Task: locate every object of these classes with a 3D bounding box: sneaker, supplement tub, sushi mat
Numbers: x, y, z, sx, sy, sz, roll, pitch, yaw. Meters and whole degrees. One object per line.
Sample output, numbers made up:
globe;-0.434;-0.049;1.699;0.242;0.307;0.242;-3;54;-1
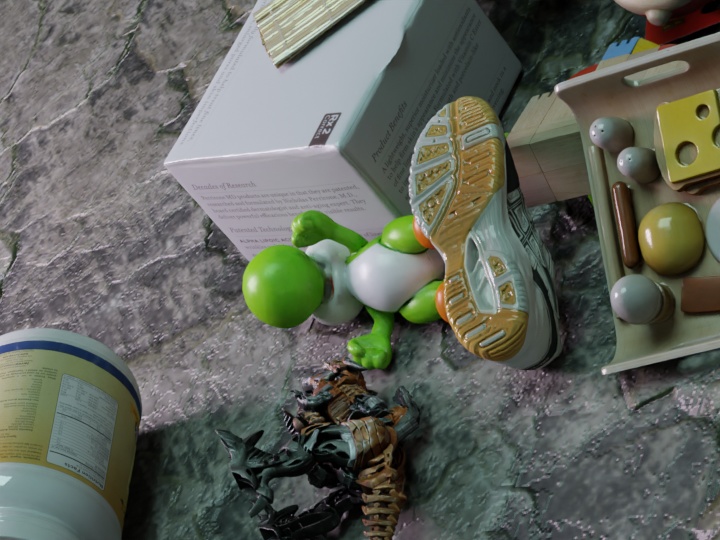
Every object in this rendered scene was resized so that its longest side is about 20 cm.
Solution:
sneaker;0.090;-0.021;1.518;0.075;0.088;0.201;-21;62;27
supplement tub;-0.243;0.158;1.631;0.144;0.145;0.201;-23;39;24
sushi mat;0.002;-0.237;1.714;0.200;0.012;0.096;-36;34;6

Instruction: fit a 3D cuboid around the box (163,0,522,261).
box;-0.012;-0.122;1.727;0.199;0.131;0.200;-2;50;42

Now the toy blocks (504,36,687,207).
toy blocks;0.193;-0.116;1.566;0.199;0.100;0.137;-13;28;34

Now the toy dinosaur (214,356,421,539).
toy dinosaur;-0.018;0.128;1.499;0.135;0.103;0.200;-23;13;-2

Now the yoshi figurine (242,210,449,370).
yoshi figurine;-0.008;0.008;1.605;0.199;0.112;0.113;-10;52;41

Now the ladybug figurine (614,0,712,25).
ladybug figurine;0.243;-0.268;1.641;0.135;0.072;0.201;2;67;38

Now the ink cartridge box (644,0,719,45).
ink cartridge box;0.280;-0.272;1.682;0.159;0.047;0.201;-21;38;28

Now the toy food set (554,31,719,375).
toy food set;0.204;-0.043;1.425;0.143;0.060;0.201;-16;77;33
